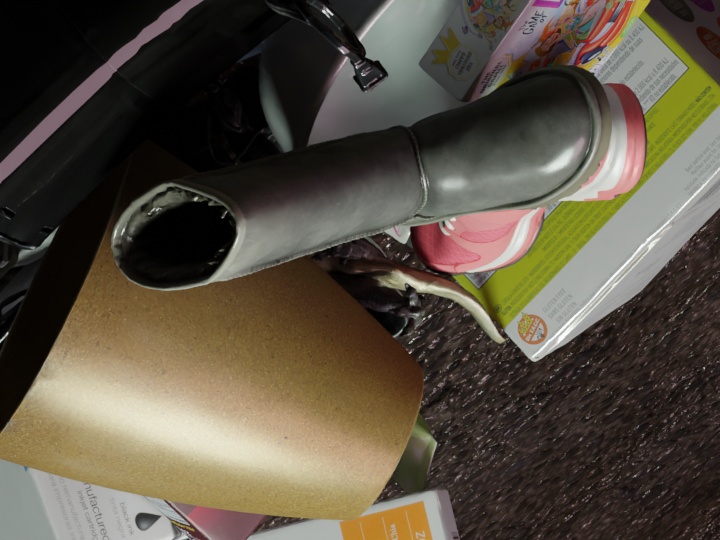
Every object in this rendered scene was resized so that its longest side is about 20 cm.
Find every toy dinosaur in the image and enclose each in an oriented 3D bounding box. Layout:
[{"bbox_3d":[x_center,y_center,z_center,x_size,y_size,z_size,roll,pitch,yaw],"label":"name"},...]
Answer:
[{"bbox_3d":[0.000,0.000,1.619,0.088,0.200,0.048,-143,-104,-80],"label":"toy dinosaur"}]

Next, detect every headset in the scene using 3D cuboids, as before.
[{"bbox_3d":[-0.081,-0.075,1.724,0.123,0.094,0.200,-33,172,-8],"label":"headset"}]

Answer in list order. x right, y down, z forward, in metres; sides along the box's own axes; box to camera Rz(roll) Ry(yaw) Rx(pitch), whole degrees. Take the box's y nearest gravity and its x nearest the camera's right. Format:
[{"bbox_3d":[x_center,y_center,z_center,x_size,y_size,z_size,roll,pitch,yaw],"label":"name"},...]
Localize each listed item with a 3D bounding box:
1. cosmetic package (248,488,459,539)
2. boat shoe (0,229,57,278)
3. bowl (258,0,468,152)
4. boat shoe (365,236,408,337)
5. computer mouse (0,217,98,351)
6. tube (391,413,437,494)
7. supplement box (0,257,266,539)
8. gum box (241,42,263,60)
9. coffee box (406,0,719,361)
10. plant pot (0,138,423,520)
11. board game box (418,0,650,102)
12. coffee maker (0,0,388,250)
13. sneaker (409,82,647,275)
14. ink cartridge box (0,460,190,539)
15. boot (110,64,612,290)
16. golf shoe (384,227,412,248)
[{"bbox_3d":[-0.034,0.206,1.816,0.200,0.102,0.071,-15,173,7],"label":"cosmetic package"},{"bbox_3d":[-0.222,-0.017,1.604,0.074,0.067,0.200,-45,156,19],"label":"boat shoe"},{"bbox_3d":[0.012,-0.134,1.560,0.201,0.090,0.201,-39,157,-20],"label":"bowl"},{"bbox_3d":[-0.033,0.005,1.726,0.070,0.066,0.200,-43,151,12],"label":"boat shoe"},{"bbox_3d":[-0.107,0.057,1.656,0.200,0.053,0.139,33,96,-25],"label":"computer mouse"},{"bbox_3d":[-0.016,0.057,1.866,0.052,0.200,0.058,-45,157,13],"label":"tube"},{"bbox_3d":[-0.120,0.064,1.724,0.109,0.200,0.061,-50,-158,-12],"label":"supplement box"},{"bbox_3d":[-0.023,-0.203,1.568,0.170,0.045,0.200,-24,154,-30],"label":"gum box"},{"bbox_3d":[0.131,-0.102,1.735,0.200,0.198,0.200,-48,171,25],"label":"coffee box"},{"bbox_3d":[-0.074,0.049,1.545,0.187,0.200,0.186,-60,-166,24],"label":"plant pot"},{"bbox_3d":[0.127,-0.175,1.533,0.200,0.034,0.134,-55,156,20],"label":"board game box"},{"bbox_3d":[-0.128,-0.107,1.410,0.200,0.192,0.135,-43,138,7],"label":"coffee maker"},{"bbox_3d":[0.068,-0.054,1.582,0.087,0.074,0.200,3,159,-31],"label":"sneaker"},{"bbox_3d":[-0.150,0.105,1.815,0.200,0.147,0.086,-15,171,-42],"label":"ink cartridge box"},{"bbox_3d":[0.002,-0.046,1.434,0.200,0.073,0.182,-5,164,-47],"label":"boot"},{"bbox_3d":[0.076,-0.064,1.913,0.200,0.092,0.073,-21,151,-36],"label":"golf shoe"}]
